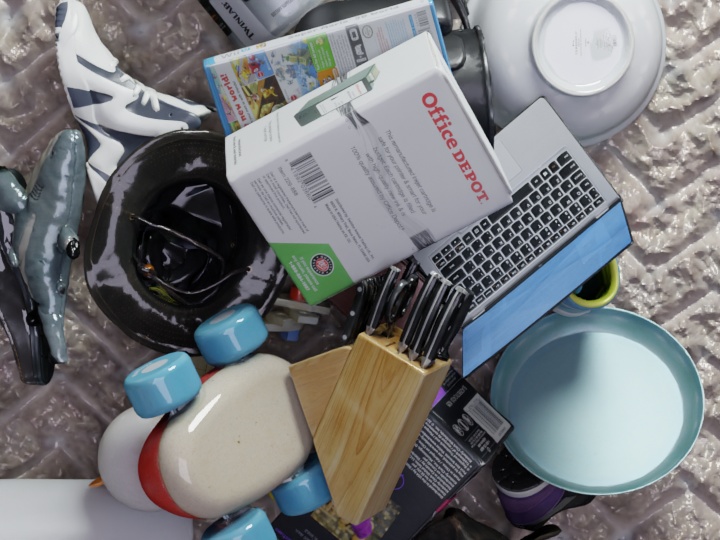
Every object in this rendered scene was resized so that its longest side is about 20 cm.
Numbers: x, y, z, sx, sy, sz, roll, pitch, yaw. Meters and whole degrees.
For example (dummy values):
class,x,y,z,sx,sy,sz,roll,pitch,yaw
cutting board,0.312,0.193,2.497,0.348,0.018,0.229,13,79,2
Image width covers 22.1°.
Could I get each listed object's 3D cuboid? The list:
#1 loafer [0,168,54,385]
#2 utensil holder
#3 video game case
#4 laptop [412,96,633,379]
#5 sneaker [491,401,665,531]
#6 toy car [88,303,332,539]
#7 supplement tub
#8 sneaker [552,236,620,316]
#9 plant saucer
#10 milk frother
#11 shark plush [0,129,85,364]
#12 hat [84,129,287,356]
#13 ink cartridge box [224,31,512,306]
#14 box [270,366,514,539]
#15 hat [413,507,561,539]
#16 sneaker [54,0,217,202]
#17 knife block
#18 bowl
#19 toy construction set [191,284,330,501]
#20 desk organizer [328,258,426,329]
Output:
class,x,y,z,sx,sy,sz,roll,pitch,yaw
loafer,-0.327,0.011,1.693,0.072,0.073,0.201,-12,89,4
utensil holder,-0.255,0.270,1.680,0.199,0.170,0.171,-1,97,-9
video game case,-0.018,-0.141,1.568,0.199,0.018,0.143,-15,120,3
laptop,0.127,-0.033,1.612,0.187,0.116,0.200,-40,68,14
sneaker,0.217,0.177,1.777,0.200,0.076,0.088,-29,132,-13
toy car,-0.154,0.151,1.612,0.177,0.200,0.185,-37,107,-42
supplement tub,-0.117,-0.302,1.645,0.122,0.123,0.200,-40,99,0
sneaker,0.160,-0.032,1.699,0.200,0.131,0.080,34,82,-10
plant saucer,0.222,0.125,1.732,0.199,0.027,0.201,-2,58,3
milk frother,0.016,-0.200,1.662,0.187,0.200,0.181,-6,125,-2
shark plush,-0.277,-0.022,1.623,0.091,0.083,0.201,20,70,-38
hat,-0.154,-0.028,1.658,0.200,0.081,0.201,-1,98,-10
ink cartridge box,0.007,-0.085,1.543,0.200,0.084,0.146,-27,119,9
box,0.029,0.189,1.682,0.106,0.122,0.200,44,112,6
hat,0.088,0.267,1.710,0.200,0.201,0.081,-37,83,-1
sneaker,-0.200,-0.159,1.676,0.129,0.079,0.200,-15,98,-5
knife block,0.037,0.097,1.557,0.175,0.064,0.201,-19,89,27
bowl,0.197,-0.210,1.707,0.200,0.090,0.202,-1,98,-5
toy construction set,-0.102,0.105,1.711,0.131,0.092,0.201,15,90,7
desk organizer,0.000,0.000,1.721,0.200,0.072,0.077,44,93,-9
